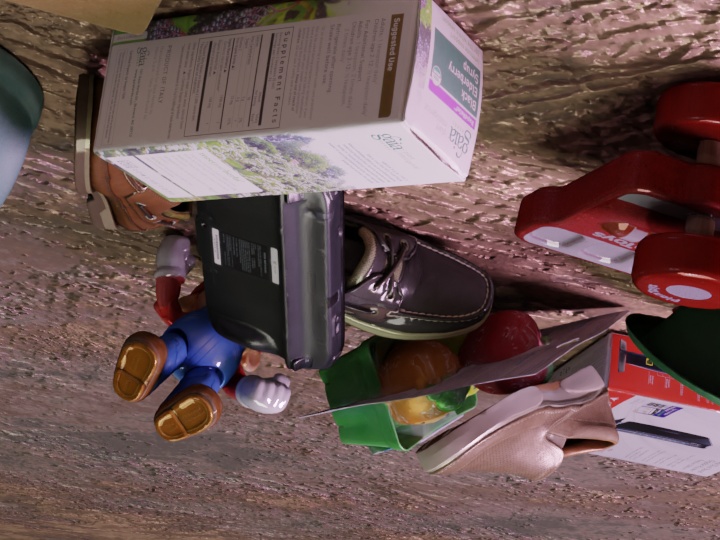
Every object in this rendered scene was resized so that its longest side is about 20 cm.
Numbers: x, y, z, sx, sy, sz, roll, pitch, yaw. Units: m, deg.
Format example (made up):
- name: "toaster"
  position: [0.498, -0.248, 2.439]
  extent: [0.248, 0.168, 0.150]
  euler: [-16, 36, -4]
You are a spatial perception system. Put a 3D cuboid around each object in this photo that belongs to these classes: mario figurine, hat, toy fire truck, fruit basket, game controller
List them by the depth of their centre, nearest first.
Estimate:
- name: "toy fire truck"
  position: [0.209, -0.022, 1.006]
  extent: [0.199, 0.113, 0.168]
  euler: [15, 166, -18]
- name: "game controller"
  position: [-0.060, -0.012, 1.144]
  extent: [0.104, 0.042, 0.200]
  euler: [25, 141, 21]
- name: "hat"
  position: [0.295, 0.004, 1.178]
  extent: [0.165, 0.176, 0.200]
  euler: [15, -163, -25]
- name: "mario figurine"
  position: [-0.104, 0.039, 1.261]
  extent: [0.106, 0.124, 0.200]
  euler: [-8, -162, 17]
- name: "fruit basket"
  position: [0.081, 0.077, 1.285]
  extent: [0.199, 0.094, 0.185]
  euler: [-8, -172, 30]

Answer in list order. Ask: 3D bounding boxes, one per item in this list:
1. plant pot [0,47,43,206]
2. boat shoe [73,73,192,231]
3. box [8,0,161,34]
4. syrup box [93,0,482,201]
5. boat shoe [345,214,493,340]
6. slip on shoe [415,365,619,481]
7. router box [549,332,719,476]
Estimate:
- name: "plant pot"
  position: [-0.305, -0.063, 1.059]
  extent: [0.200, 0.135, 0.200]
  euler: [7, 161, 3]
- name: "boat shoe"
  position: [-0.137, -0.073, 1.074]
  extent: [0.068, 0.072, 0.200]
  euler: [5, 170, -1]
- name: "box"
  position: [-0.160, -0.181, 0.834]
  extent: [0.163, 0.021, 0.200]
  euler: [14, 160, -15]
- name: "syrup box"
  position: [-0.040, -0.093, 0.945]
  extent: [0.199, 0.082, 0.079]
  euler: [-4, 159, 29]
- name: "boat shoe"
  position: [0.000, -0.001, 1.203]
  extent: [0.200, 0.072, 0.066]
  euler: [15, 165, -6]
- name: "slip on shoe"
  position: [0.118, 0.120, 1.236]
  extent: [0.076, 0.061, 0.200]
  euler: [-33, 168, 35]
- name: "router box"
  position: [0.255, 0.116, 1.461]
  extent: [0.179, 0.049, 0.200]
  euler: [12, 160, -10]
